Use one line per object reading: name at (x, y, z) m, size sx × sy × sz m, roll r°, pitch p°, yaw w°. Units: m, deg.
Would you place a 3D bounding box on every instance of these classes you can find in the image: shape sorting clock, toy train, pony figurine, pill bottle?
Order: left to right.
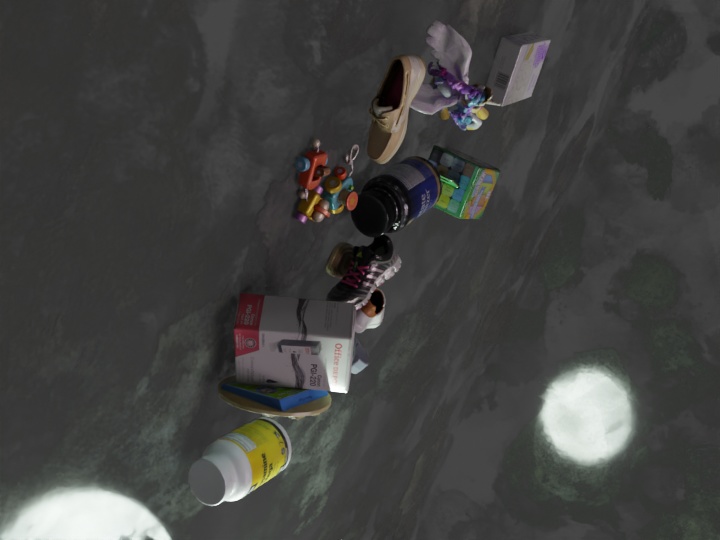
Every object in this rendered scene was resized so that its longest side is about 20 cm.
pill bottle at (-0.222, 0.353, 1.651) m, size 0.199 × 0.111 × 0.114 m, roll -20°, pitch 134°, yaw -59°
shape sorting clock at (-0.147, 0.215, 1.543) m, size 0.199 × 0.197 × 0.040 m, roll -11°, pitch 108°, yaw -63°
toy train at (-0.048, -0.150, 1.534) m, size 0.199 × 0.055 × 0.152 m, roll -21°, pitch 134°, yaw -59°
pill bottle at (0.068, -0.140, 1.733) m, size 0.199 × 0.111 × 0.113 m, roll -37°, pitch 147°, yaw -48°
pony figurine at (0.170, -0.340, 1.671) m, size 0.168 × 0.191 × 0.200 m, roll -57°, pitch 177°, yaw -2°

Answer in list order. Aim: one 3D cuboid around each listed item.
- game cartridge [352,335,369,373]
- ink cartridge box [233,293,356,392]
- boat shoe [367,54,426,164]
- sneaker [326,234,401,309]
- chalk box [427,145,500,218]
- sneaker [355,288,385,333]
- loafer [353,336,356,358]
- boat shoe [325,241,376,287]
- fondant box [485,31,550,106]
game cartridge at (-0.033, 0.136, 1.736) m, size 0.041 × 0.134 × 0.200 m, roll -39°, pitch 177°, yaw 2°
ink cartridge box at (-0.109, 0.123, 1.503) m, size 0.086 × 0.196 × 0.147 m, roll -88°, pitch -178°, yaw -46°
boat shoe at (0.048, -0.287, 1.584) m, size 0.069 × 0.073 × 0.203 m, roll -4°, pitch 119°, yaw -51°
sneaker at (0.000, 0.000, 1.691) m, size 0.199 × 0.073 × 0.088 m, roll -41°, pitch 134°, yaw -32°
chalk box at (0.207, -0.192, 1.975) m, size 0.199 × 0.123 × 0.126 m, roll -6°, pitch 122°, yaw -64°
sneaker at (0.030, 0.074, 1.893) m, size 0.085 × 0.073 × 0.200 m, roll -46°, pitch 179°, yaw 16°
loafer at (-0.065, 0.173, 1.627) m, size 0.063 × 0.072 × 0.201 m, roll -41°, pitch 166°, yaw -41°
boat shoe at (-0.008, -0.006, 1.781) m, size 0.072 × 0.064 × 0.200 m, roll -63°, pitch 158°, yaw 3°
fondant box at (0.366, -0.473, 2.097) m, size 0.199 × 0.058 × 0.146 m, roll -31°, pitch 142°, yaw -56°
